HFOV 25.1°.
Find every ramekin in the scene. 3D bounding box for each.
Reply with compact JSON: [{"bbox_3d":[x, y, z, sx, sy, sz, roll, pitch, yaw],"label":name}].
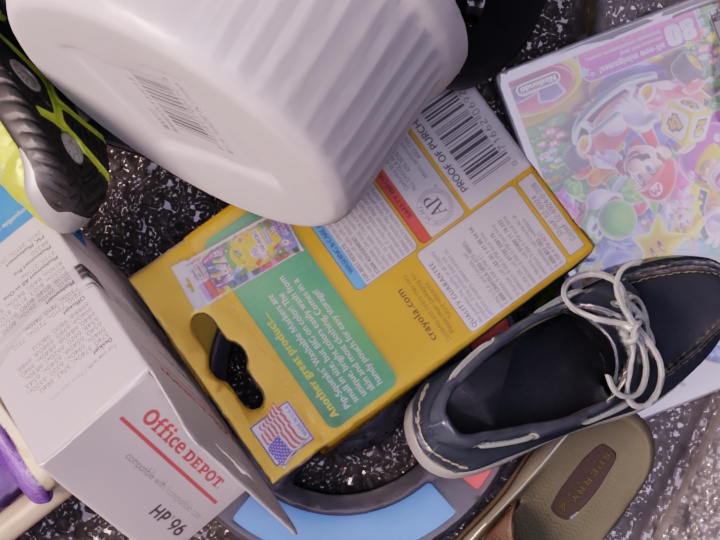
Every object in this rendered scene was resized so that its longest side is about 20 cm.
[{"bbox_3d":[-0.060,-0.106,0.720,0.199,0.200,0.098,30,76,-2],"label":"ramekin"}]

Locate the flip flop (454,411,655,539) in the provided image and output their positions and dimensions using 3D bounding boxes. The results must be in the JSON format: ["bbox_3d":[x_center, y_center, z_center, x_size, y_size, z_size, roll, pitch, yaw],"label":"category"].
[{"bbox_3d":[0.091,0.160,0.843,0.081,0.058,0.201,35,91,-22],"label":"flip flop"}]

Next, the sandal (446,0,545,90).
[{"bbox_3d":[0.078,-0.181,0.821,0.076,0.043,0.201,29,70,7],"label":"sandal"}]

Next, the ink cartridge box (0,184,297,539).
[{"bbox_3d":[-0.121,0.056,0.767,0.068,0.116,0.200,-40,51,-1],"label":"ink cartridge box"}]

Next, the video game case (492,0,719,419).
[{"bbox_3d":[0.171,-0.036,0.871,0.142,0.018,0.202,-21,92,-2],"label":"video game case"}]

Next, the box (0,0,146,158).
[{"bbox_3d":[-0.154,-0.177,0.845,0.198,0.050,0.201,18,90,-1],"label":"box"}]

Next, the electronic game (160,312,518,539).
[{"bbox_3d":[-0.010,0.057,0.856,0.197,0.042,0.203,0,91,-1],"label":"electronic game"}]

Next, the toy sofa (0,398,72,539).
[{"bbox_3d":[-0.233,0.054,0.823,0.083,0.098,0.201,-36,93,-1],"label":"toy sofa"}]

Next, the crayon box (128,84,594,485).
[{"bbox_3d":[0.000,0.000,0.813,0.199,0.052,0.126,-35,84,-10],"label":"crayon box"}]

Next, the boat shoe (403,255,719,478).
[{"bbox_3d":[0.114,0.041,0.812,0.198,0.062,0.076,-20,80,-18],"label":"boat shoe"}]

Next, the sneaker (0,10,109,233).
[{"bbox_3d":[-0.193,-0.087,0.779,0.076,0.075,0.200,-44,67,10],"label":"sneaker"}]
